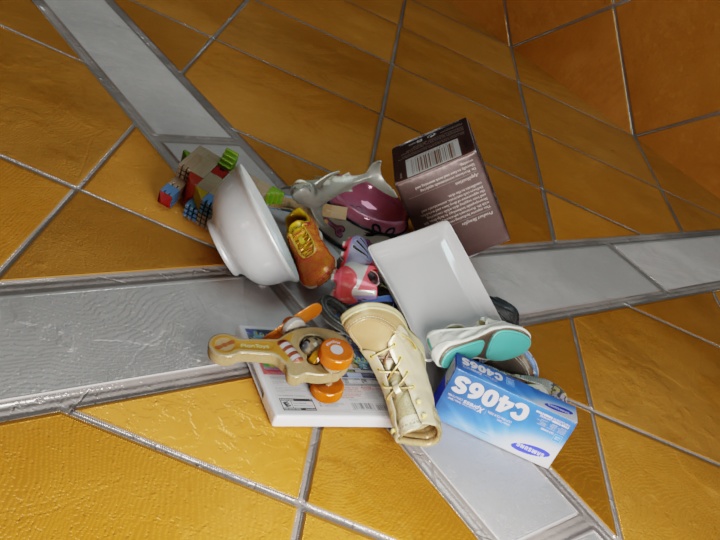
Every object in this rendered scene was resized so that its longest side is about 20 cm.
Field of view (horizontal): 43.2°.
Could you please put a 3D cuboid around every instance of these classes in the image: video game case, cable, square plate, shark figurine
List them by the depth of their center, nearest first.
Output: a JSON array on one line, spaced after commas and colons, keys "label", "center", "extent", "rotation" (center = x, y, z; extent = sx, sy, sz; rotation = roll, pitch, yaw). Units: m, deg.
[{"label": "video game case", "center": [-0.062, 0.149, 1.283], "extent": [0.197, 0.023, 0.183], "rotation": [7, 34, -32]}, {"label": "cable", "center": [0.013, 0.115, 1.364], "extent": [0.197, 0.051, 0.098], "rotation": [26, 42, -13]}, {"label": "square plate", "center": [0.118, 0.031, 1.451], "extent": [0.196, 0.028, 0.203], "rotation": [-19, 76, -41]}, {"label": "shark figurine", "center": [-0.050, -0.126, 1.583], "extent": [0.212, 0.091, 0.127], "rotation": [-15, 4, -37]}]

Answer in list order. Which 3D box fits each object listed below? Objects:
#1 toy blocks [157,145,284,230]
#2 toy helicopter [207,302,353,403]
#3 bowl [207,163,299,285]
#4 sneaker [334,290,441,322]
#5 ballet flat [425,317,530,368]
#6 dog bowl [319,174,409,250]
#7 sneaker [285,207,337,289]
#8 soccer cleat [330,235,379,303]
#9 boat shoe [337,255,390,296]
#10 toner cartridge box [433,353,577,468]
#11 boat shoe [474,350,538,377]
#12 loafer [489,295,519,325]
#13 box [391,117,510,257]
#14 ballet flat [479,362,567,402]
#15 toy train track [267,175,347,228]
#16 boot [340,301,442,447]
[{"label": "toy blocks", "center": [-0.246, -0.126, 1.533], "extent": [0.197, 0.101, 0.137], "rotation": [29, 39, 4]}, {"label": "toy helicopter", "center": [-0.108, 0.102, 1.227], "extent": [0.196, 0.080, 0.133], "rotation": [4, 39, -15]}, {"label": "bowl", "center": [-0.177, -0.055, 1.411], "extent": [0.204, 0.089, 0.201], "rotation": [63, 0, 1]}, {"label": "sneaker", "center": [0.051, 0.085, 1.439], "extent": [0.196, 0.070, 0.079], "rotation": [-8, 71, -26]}, {"label": "ballet flat", "center": [0.180, 0.103, 1.398], "extent": [0.197, 0.070, 0.070], "rotation": [-5, 40, -36]}, {"label": "dog bowl", "center": [0.006, -0.107, 1.716], "extent": [0.197, 0.075, 0.201], "rotation": [20, 29, -11]}, {"label": "sneaker", "center": [-0.092, -0.035, 1.497], "extent": [0.077, 0.073, 0.201], "rotation": [52, 3, -32]}, {"label": "soccer cleat", "center": [0.000, 0.000, 1.450], "extent": [0.075, 0.068, 0.200], "rotation": [8, 21, 5]}, {"label": "boat shoe", "center": [0.047, 0.020, 1.551], "extent": [0.198, 0.060, 0.072], "rotation": [30, 28, 6]}, {"label": "toner cartridge box", "center": [0.210, 0.207, 1.340], "extent": [0.197, 0.096, 0.043], "rotation": [24, 28, -4]}, {"label": "boat shoe", "center": [0.199, 0.135, 1.491], "extent": [0.199, 0.073, 0.072], "rotation": [33, 32, 34]}, {"label": "loafer", "center": [0.192, 0.068, 1.586], "extent": [0.197, 0.074, 0.073], "rotation": [20, 33, -9]}, {"label": "box", "center": [0.169, -0.147, 1.730], "extent": [0.165, 0.163, 0.202], "rotation": [-92, 159, -60]}, {"label": "ballet flat", "center": [0.234, 0.194, 1.406], "extent": [0.196, 0.073, 0.072], "rotation": [16, 29, -8]}, {"label": "toy train track", "center": [-0.121, -0.116, 1.633], "extent": [0.196, 0.117, 0.033], "rotation": [10, -5, -1]}, {"label": "boot", "center": [0.046, 0.144, 1.227], "extent": [0.200, 0.072, 0.158], "rotation": [47, 25, -50]}]
